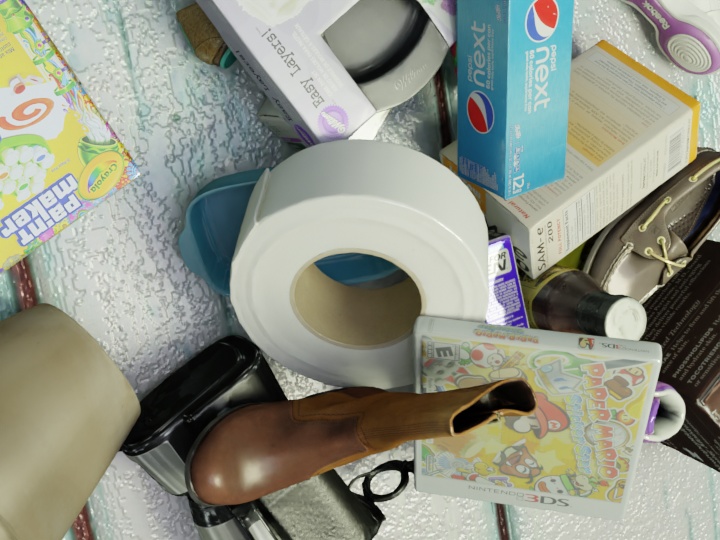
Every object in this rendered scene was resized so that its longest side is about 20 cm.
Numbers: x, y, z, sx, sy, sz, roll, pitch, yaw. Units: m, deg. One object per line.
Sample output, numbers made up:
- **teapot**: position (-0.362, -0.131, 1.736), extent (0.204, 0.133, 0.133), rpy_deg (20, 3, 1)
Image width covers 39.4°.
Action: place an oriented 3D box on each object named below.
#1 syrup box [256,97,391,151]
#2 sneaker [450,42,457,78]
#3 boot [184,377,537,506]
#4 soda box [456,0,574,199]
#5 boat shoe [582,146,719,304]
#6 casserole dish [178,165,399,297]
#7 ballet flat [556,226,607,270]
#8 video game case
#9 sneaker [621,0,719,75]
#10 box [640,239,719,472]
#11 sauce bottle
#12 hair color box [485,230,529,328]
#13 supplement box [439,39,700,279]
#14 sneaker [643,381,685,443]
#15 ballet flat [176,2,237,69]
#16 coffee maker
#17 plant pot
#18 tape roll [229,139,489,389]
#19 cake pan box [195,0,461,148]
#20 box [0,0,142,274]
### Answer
- **syrup box**: position (0.002, -0.190, 0.849), extent (0.081, 0.079, 0.201), rpy_deg (31, 86, -22)
- **sneaker**: position (0.140, -0.247, 0.895), extent (0.083, 0.077, 0.202), rpy_deg (18, 92, -18)
- **boot**: position (-0.002, 0.122, 0.707), extent (0.187, 0.199, 0.069), rpy_deg (-5, 86, -43)
- **soda box**: position (0.119, -0.164, 0.780), extent (0.067, 0.064, 0.202), rpy_deg (-20, 123, -28)
- **boat shoe**: position (0.275, -0.031, 0.915), extent (0.200, 0.059, 0.072), rpy_deg (-49, 113, -10)
- **casserole dish**: position (-0.051, -0.039, 0.831), extent (0.197, 0.039, 0.122), rpy_deg (-9, 131, 4)
- **ballet flat**: position (0.249, -0.044, 0.972), extent (0.067, 0.067, 0.201), rpy_deg (37, 84, -23)
- **video game case**: position (0.131, 0.122, 0.799), extent (0.180, 0.023, 0.201), rpy_deg (6, 133, 10)
- **sneaker**: position (0.293, -0.284, 0.962), extent (0.200, 0.075, 0.100), rpy_deg (48, 62, -20)
- **box**: position (0.351, 0.087, 0.959), extent (0.166, 0.200, 0.165), rpy_deg (43, 82, -21)
- **sauce bottle**: position (0.176, 0.028, 0.883), extent (0.065, 0.200, 0.067), rpy_deg (-3, 98, -22)
- **hair color box**: position (0.105, 0.065, 0.910), extent (0.064, 0.109, 0.202), rpy_deg (-17, 103, -18)
- **supplement box**: position (0.187, -0.103, 0.901), extent (0.199, 0.126, 0.074), rpy_deg (-34, 143, -12)
- **sneaker**: position (0.181, 0.097, 0.826), extent (0.198, 0.114, 0.074), rpy_deg (9, 93, -28)
- **ballet flat**: position (-0.077, -0.257, 0.825), extent (0.072, 0.068, 0.200), rpy_deg (41, 86, -2)
- **coffee maker**: position (-0.079, 0.157, 0.858), extent (0.192, 0.134, 0.201), rpy_deg (-45, 114, -36)
- **plant pot**: position (-0.264, 0.124, 0.748), extent (0.173, 0.199, 0.201), rpy_deg (-43, 111, -26)
- **tape roll**: position (0.000, 0.000, 0.780), extent (0.200, 0.071, 0.204), rpy_deg (4, 133, 4)
- **cake pan box**: position (-0.019, -0.216, 0.768), extent (0.184, 0.052, 0.201), rpy_deg (-41, 110, -8)
- **box**: position (-0.299, -0.094, 0.724), extent (0.199, 0.122, 0.194), rpy_deg (-37, 109, -13)
